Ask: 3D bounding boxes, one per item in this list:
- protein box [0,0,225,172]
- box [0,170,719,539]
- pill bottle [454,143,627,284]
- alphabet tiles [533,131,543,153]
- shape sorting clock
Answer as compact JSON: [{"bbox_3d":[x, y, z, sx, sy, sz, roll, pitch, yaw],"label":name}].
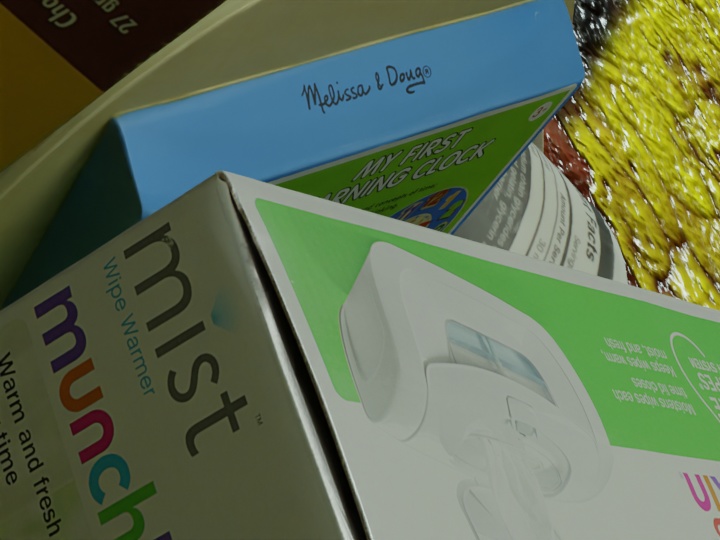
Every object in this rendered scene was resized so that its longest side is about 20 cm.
[{"bbox_3d":[-0.122,-0.106,0.545,0.135,0.198,0.201,42,29,-28],"label":"protein box"},{"bbox_3d":[-0.021,0.077,0.551,0.200,0.176,0.097,13,50,-56],"label":"box"},{"bbox_3d":[0.000,0.000,0.753,0.200,0.116,0.117,45,27,-29],"label":"pill bottle"},{"bbox_3d":[0.047,-0.067,0.903,0.196,0.015,0.201,-89,177,-48],"label":"alphabet tiles"},{"bbox_3d":[-0.035,-0.004,0.595,0.039,0.200,0.200,53,23,16],"label":"shape sorting clock"}]
